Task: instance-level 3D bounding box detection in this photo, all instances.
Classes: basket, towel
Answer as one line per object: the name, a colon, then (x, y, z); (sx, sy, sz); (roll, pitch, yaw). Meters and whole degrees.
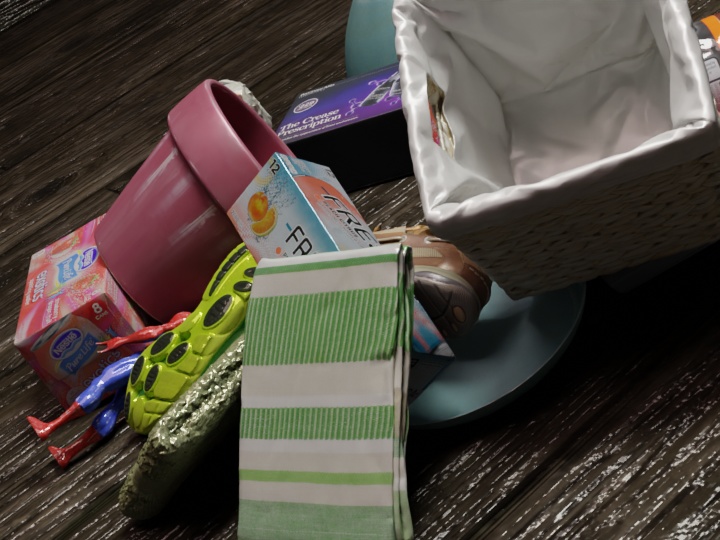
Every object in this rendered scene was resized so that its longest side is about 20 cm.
basket: (0.149, -0.111, 0.892); (0.199, 0.161, 0.199); (-19, 60, 21)
towel: (-0.103, 0.098, 0.981); (0.200, 0.036, 0.149); (-46, -7, -37)
towel: (-0.024, 0.087, 0.866); (0.152, 0.201, 0.023); (-5, -9, 40)

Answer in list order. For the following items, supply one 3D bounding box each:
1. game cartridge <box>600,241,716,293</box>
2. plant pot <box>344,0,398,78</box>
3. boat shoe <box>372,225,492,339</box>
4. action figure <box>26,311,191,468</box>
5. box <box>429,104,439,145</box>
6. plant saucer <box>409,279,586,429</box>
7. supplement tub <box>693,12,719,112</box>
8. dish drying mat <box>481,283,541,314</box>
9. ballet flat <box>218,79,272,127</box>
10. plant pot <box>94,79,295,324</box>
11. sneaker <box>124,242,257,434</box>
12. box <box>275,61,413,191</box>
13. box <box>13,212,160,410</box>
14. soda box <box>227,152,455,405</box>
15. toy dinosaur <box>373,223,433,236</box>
game cartridge: (0.207, -0.089, 0.987); (0.133, 0.040, 0.201); (-31, 56, 27)
plant pot: (0.062, -0.279, 1.489); (0.199, 0.135, 0.200); (-20, 27, 11)
boat shoe: (0.023, 0.004, 1.001); (0.199, 0.076, 0.072); (11, 47, 39)
action figure: (-0.196, 0.089, 1.125); (0.200, 0.066, 0.052); (-35, 34, -15)
box: (0.141, -0.188, 1.163); (0.095, 0.100, 0.200); (-4, -30, -41)
plant saucer: (0.082, 0.049, 0.968); (0.200, 0.027, 0.200); (-25, 31, 16)
supplement tub: (0.277, -0.151, 1.092); (0.199, 0.107, 0.107); (-22, 26, 8)
dish drying mat: (0.129, -0.020, 1.085); (0.077, 0.018, 0.200); (-18, 28, 23)
ballet flat: (-0.126, -0.139, 1.361); (0.071, 0.200, 0.072); (5, 55, -8)
plant pot: (-0.144, -0.049, 1.209); (0.179, 0.200, 0.200); (-38, 25, 9)
sneaker: (-0.120, 0.068, 1.093); (0.200, 0.084, 0.074); (-48, 44, -4)
box: (0.015, -0.157, 1.375); (0.199, 0.079, 0.141); (-14, 26, 23)
box: (-0.258, 0.036, 1.235); (0.102, 0.095, 0.200); (-29, 26, 5)
soda box: (-0.018, 0.008, 0.928); (0.068, 0.063, 0.200); (-48, 57, 23)
toy dinosaur: (0.000, 0.000, 1.098); (0.200, 0.061, 0.106); (-36, -7, 31)
